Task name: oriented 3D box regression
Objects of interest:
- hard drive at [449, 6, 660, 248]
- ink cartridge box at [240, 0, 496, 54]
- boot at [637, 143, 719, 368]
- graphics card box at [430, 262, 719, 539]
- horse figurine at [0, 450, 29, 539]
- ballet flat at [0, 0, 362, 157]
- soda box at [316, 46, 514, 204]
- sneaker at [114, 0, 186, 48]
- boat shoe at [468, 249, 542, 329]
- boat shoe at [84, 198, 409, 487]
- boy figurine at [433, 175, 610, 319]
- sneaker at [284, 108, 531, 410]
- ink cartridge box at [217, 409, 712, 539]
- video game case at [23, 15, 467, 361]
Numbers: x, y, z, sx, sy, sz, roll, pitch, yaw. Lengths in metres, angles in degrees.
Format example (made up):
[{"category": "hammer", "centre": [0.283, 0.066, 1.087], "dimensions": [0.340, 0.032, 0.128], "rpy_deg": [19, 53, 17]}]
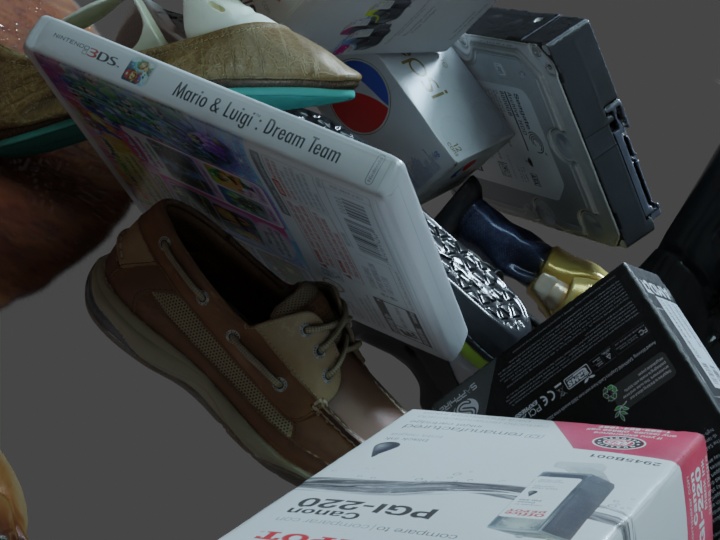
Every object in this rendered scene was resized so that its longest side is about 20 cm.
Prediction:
[{"category": "hard drive", "centre": [0.093, -0.095, 1.073], "dimensions": [0.200, 0.038, 0.140], "rpy_deg": [22, -38, 58]}, {"category": "ink cartridge box", "centre": [-0.025, -0.183, 0.957], "dimensions": [0.200, 0.068, 0.115], "rpy_deg": [-8, 66, -45]}, {"category": "boot", "centre": [0.232, 0.027, 0.983], "dimensions": [0.200, 0.168, 0.076], "rpy_deg": [40, 0, -30]}, {"category": "graphics card box", "centre": [0.132, 0.112, 0.800], "dimensions": [0.051, 0.125, 0.200], "rpy_deg": [13, 42, -59]}, {"category": "horse figurine", "centre": [-0.200, 0.023, 0.669], "dimensions": [0.132, 0.050, 0.200], "rpy_deg": [26, 18, -47]}, {"category": "ballet flat", "centre": [-0.101, -0.106, 0.871], "dimensions": [0.068, 0.199, 0.073], "rpy_deg": [11, 71, -75]}, {"category": "soda box", "centre": [0.000, -0.136, 1.043], "dimensions": [0.068, 0.064, 0.200], "rpy_deg": [-28, 80, -48]}, {"category": "sneaker", "centre": [-0.074, -0.092, 0.986], "dimensions": [0.099, 0.071, 0.200], "rpy_deg": [17, 22, -26]}, {"category": "boat shoe", "centre": [0.062, 0.024, 0.980], "dimensions": [0.074, 0.060, 0.200], "rpy_deg": [-1, 44, -51]}, {"category": "boat shoe", "centre": [-0.036, 0.040, 0.820], "dimensions": [0.200, 0.072, 0.076], "rpy_deg": [34, 26, -2]}, {"category": "boy figurine", "centre": [0.129, 0.022, 1.061], "dimensions": [0.200, 0.064, 0.124], "rpy_deg": [39, 4, 1]}, {"category": "sneaker", "centre": [0.000, 0.000, 0.917], "dimensions": [0.200, 0.083, 0.072], "rpy_deg": [46, 25, 11]}, {"category": "ink cartridge box", "centre": [0.044, 0.124, 0.690], "dimensions": [0.145, 0.085, 0.200], "rpy_deg": [2, 14, 26]}, {"category": "video game case", "centre": [-0.046, -0.033, 0.805], "dimensions": [0.182, 0.024, 0.200], "rpy_deg": [24, -15, 20]}]
